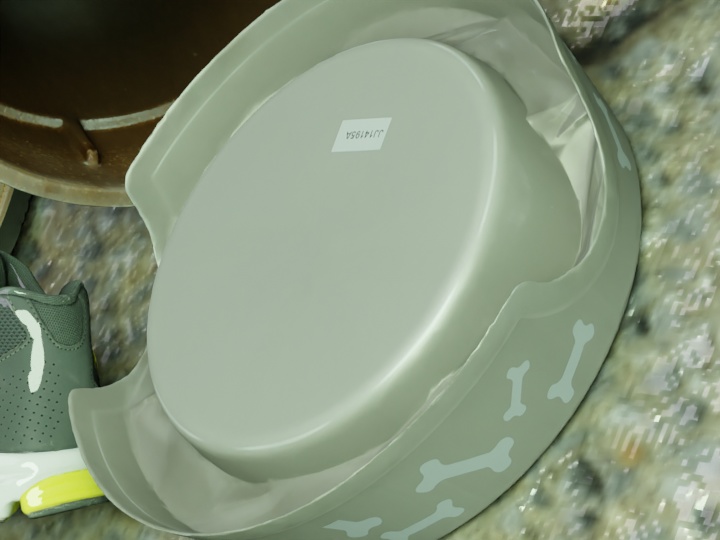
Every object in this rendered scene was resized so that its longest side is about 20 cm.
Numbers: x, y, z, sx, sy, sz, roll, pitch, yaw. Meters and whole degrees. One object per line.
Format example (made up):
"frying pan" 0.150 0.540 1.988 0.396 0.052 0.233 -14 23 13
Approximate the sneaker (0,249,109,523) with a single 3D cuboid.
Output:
"sneaker" -0.147 0.025 0.956 0.200 0.074 0.085 16 104 45

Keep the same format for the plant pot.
"plant pot" -0.104 -0.148 0.980 0.200 0.200 0.198 -52 29 3

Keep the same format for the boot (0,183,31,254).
"boot" -0.201 -0.083 1.060 0.077 0.138 0.200 -39 41 20

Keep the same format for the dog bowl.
"dog bowl" 0.000 0.000 0.849 0.200 0.059 0.200 -26 46 31
